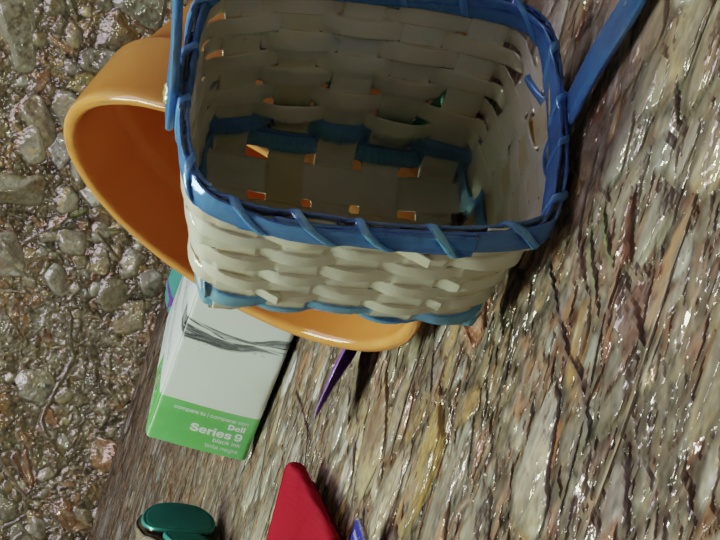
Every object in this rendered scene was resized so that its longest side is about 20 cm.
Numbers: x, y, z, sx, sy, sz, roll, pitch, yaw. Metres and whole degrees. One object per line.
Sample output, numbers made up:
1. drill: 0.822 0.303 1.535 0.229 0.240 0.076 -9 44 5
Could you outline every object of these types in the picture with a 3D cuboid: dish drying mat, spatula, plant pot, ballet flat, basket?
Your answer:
1. dish drying mat: -0.032 0.160 1.139 0.200 0.018 0.077 -141 67 -80
2. spatula: 0.000 0.000 1.224 0.057 0.020 0.200 113 170 -45
3. plant pot: -0.026 -0.073 1.034 0.140 0.200 0.200 -58 2 -22
4. ballet flat: -0.140 0.222 1.567 0.200 0.068 0.068 -149 69 -83
5. basket: 0.003 -0.070 0.821 0.200 0.176 0.140 114 159 -56

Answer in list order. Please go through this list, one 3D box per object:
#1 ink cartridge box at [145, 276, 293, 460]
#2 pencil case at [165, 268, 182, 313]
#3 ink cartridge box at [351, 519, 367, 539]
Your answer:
1. ink cartridge box: -0.090 0.018 1.560 0.146 0.084 0.200 -84 14 -52
2. pencil case: -0.101 -0.022 1.705 0.092 0.085 0.200 -41 -12 -36
3. ink cartridge box: -0.038 0.217 0.962 0.095 0.037 0.201 -112 40 -78
